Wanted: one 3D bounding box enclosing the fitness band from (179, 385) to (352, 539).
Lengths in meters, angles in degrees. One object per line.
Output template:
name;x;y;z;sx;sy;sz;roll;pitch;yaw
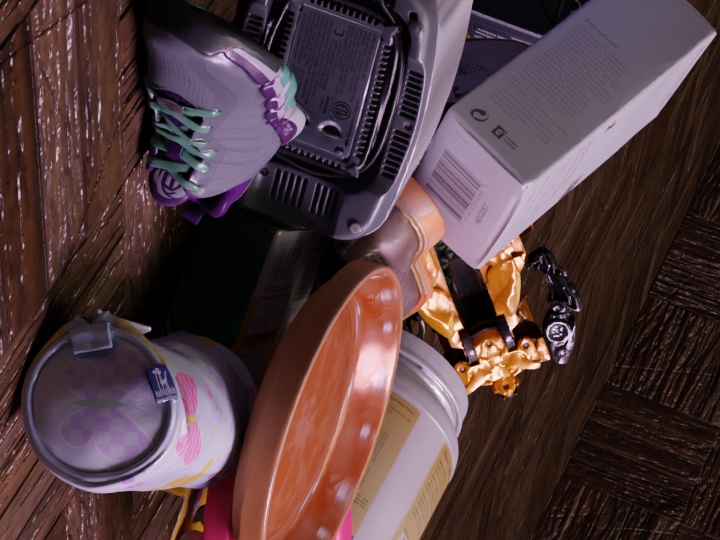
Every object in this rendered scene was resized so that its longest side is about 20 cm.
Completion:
fitness band;-0.056;0.162;1.471;0.144;0.037;0.200;-54;147;-40

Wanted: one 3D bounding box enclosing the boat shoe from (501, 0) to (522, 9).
boat shoe;0.090;-0.203;1.491;0.062;0.199;0.075;-132;-143;-60

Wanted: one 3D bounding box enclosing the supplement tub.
supplement tub;-0.019;0.146;1.667;0.145;0.144;0.200;96;20;-52

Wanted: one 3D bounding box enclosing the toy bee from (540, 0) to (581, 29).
toy bee;0.071;-0.239;1.562;0.131;0.108;0.201;-3;90;-67

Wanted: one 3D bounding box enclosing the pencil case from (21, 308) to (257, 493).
pencil case;-0.114;0.073;1.281;0.200;0.083;0.091;26;41;-77

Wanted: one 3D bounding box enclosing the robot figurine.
robot figurine;0.073;0.000;1.711;0.058;0.145;0.200;-99;168;-67

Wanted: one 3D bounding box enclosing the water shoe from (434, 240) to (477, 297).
water shoe;0.038;-0.066;1.769;0.071;0.079;0.201;-10;105;-32

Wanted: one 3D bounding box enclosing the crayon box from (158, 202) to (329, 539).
crayon box;-0.086;0.059;1.448;0.126;0.051;0.200;-8;118;-76

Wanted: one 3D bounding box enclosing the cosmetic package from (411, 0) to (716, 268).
cosmetic package;0.124;-0.097;1.485;0.200;0.074;0.102;-38;168;-32

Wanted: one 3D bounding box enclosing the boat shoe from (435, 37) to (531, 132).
boat shoe;0.052;-0.110;1.532;0.200;0.071;0.070;0;78;-43

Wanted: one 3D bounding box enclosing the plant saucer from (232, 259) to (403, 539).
plant saucer;-0.027;0.089;1.385;0.200;0.032;0.201;18;90;-74

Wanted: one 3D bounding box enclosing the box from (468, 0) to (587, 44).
box;0.169;-0.228;1.922;0.200;0.117;0.197;81;33;-69

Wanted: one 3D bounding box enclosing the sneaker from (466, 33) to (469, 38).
sneaker;0.020;-0.088;1.609;0.200;0.075;0.088;-54;163;-46

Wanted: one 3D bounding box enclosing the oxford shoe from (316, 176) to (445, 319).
oxford shoe;0.000;0.000;1.501;0.073;0.071;0.200;-43;166;-17

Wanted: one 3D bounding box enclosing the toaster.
toaster;-0.003;-0.126;1.359;0.129;0.113;0.200;-56;162;-59

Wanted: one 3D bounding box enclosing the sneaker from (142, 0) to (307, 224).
sneaker;-0.078;-0.073;1.218;0.088;0.074;0.200;-58;165;-5
